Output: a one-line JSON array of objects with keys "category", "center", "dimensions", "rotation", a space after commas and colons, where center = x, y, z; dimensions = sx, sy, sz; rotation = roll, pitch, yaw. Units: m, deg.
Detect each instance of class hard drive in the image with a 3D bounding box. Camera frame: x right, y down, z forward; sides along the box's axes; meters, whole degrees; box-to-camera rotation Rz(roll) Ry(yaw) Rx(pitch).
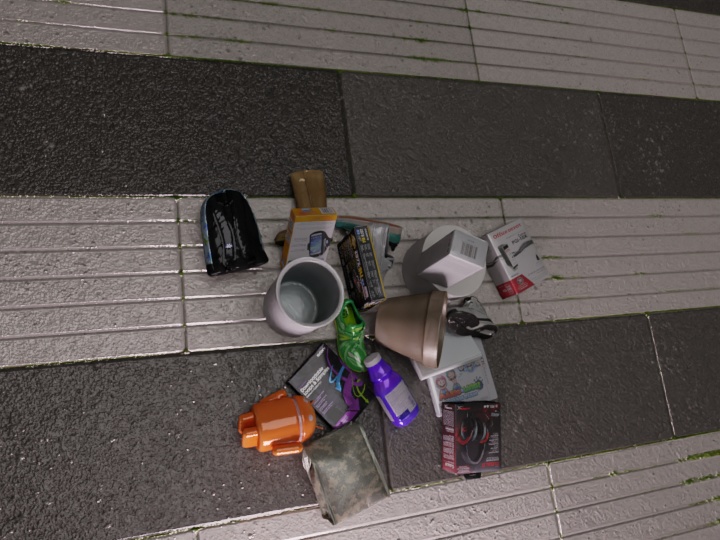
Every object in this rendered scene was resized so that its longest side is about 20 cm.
[{"category": "hard drive", "center": [0.224, 0.214, 1.700], "dimensions": [0.198, 0.026, 0.133], "rotation": [-15, 60, -24]}]

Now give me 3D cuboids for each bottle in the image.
[{"category": "bottle", "center": [0.076, 0.309, 1.601], "dimensions": [0.083, 0.065, 0.201], "rotation": [-39, 105, -29]}]

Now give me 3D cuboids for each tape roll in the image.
[{"category": "tape roll", "center": [0.234, -0.011, 1.727], "dimensions": [0.200, 0.139, 0.206], "rotation": [6, 73, -19]}]

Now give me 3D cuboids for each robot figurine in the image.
[{"category": "robot figurine", "center": [-0.193, 0.366, 1.479], "dimensions": [0.197, 0.144, 0.118], "rotation": [-7, 100, -21]}]

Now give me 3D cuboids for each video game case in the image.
[{"category": "video game case", "center": [0.277, 0.295, 1.725], "dimensions": [0.198, 0.024, 0.184], "rotation": [-11, 80, -22]}]

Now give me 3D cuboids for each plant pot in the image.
[{"category": "plant pot", "center": [0.132, 0.143, 1.608], "dimensions": [0.171, 0.200, 0.202], "rotation": [8, 71, 12]}]

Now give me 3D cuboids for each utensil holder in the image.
[{"category": "utensil holder", "center": [-0.149, 0.073, 1.528], "dimensions": [0.168, 0.200, 0.172], "rotation": [5, 75, -19]}]

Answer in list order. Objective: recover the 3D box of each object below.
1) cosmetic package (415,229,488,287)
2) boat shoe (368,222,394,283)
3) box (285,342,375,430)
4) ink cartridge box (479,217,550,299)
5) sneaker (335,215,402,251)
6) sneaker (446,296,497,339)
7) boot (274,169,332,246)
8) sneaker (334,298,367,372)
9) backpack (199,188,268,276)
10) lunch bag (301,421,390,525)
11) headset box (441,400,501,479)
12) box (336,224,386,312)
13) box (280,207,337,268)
[{"category": "cosmetic package", "center": [0.228, -0.026, 1.543], "dimensions": [0.101, 0.200, 0.075], "rotation": [21, 70, -14]}, {"category": "boat shoe", "center": [0.058, -0.031, 1.664], "dimensions": [0.068, 0.072, 0.203], "rotation": [1, 102, 14]}, {"category": "box", "center": [-0.076, 0.307, 1.583], "dimensions": [0.200, 0.036, 0.143], "rotation": [45, 66, -3]}, {"category": "ink cartridge box", "center": [0.457, -0.037, 1.848], "dimensions": [0.146, 0.083, 0.202], "rotation": [-25, 86, -23]}, {"category": "sneaker", "center": [0.014, -0.102, 1.705], "dimensions": [0.197, 0.071, 0.081], "rotation": [12, 103, -1]}, {"category": "sneaker", "center": [0.295, 0.122, 1.731], "dimensions": [0.199, 0.076, 0.116], "rotation": [22, 30, -40]}, {"category": "boot", "center": [-0.166, -0.169, 1.665], "dimensions": [0.173, 0.066, 0.203], "rotation": [-4, 77, -31]}, {"category": "sneaker", "center": [-0.024, 0.170, 1.612], "dimensions": [0.073, 0.083, 0.202], "rotation": [-14, 82, -23]}, {"category": "backpack", "center": [-0.335, -0.103, 1.548], "dimensions": [0.161, 0.153, 0.203], "rotation": [-16, 103, -21]}, {"category": "lunch bag", "center": [-0.044, 0.488, 1.502], "dimensions": [0.162, 0.117, 0.202], "rotation": [-19, 88, -23]}, {"category": "headset box", "center": [0.300, 0.457, 1.650], "dimensions": [0.147, 0.075, 0.203], "rotation": [4, 83, -22]}, {"category": "box", "center": [0.000, 0.000, 1.625], "dimensions": [0.049, 0.160, 0.203], "rotation": [-9, 78, -23]}, {"category": "box", "center": [-0.139, -0.070, 1.595], "dimensions": [0.118, 0.202, 0.042], "rotation": [-5, 42, -29]}]
